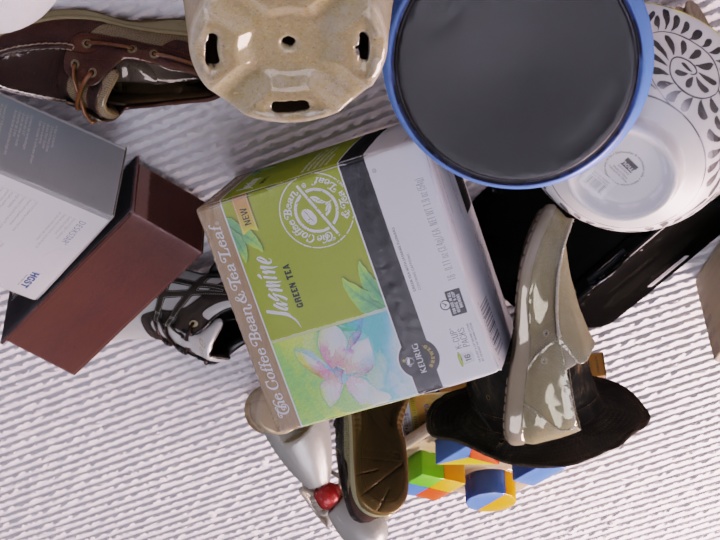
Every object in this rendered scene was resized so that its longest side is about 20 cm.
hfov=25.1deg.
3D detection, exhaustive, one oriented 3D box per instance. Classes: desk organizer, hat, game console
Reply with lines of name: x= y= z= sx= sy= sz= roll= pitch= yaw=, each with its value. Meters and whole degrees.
desk organizer: x=-0.225 y=0.001 z=1.415 sx=0.077 sy=0.072 sz=0.200 roll=31 pitch=125 yaw=-28
hat: x=0.154 y=0.096 z=1.414 sx=0.200 sy=0.201 sz=0.081 roll=-4 pitch=107 yaw=1
game console: x=0.210 y=-0.045 z=1.438 sx=0.176 sy=0.117 sz=0.200 roll=-2 pitch=147 yaw=-47

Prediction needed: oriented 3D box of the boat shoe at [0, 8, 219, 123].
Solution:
boat shoe: x=-0.200 y=-0.154 z=1.263 sx=0.200 sy=0.072 sz=0.072 roll=2 pitch=135 yaw=-3

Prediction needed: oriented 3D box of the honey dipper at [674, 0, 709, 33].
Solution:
honey dipper: x=0.188 y=-0.156 z=1.313 sx=0.200 sy=0.038 sz=0.038 roll=-26 pitch=131 yaw=28

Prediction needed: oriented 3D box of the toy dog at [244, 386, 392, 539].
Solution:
toy dog: x=-0.028 y=0.168 z=1.566 sx=0.096 sy=0.132 sz=0.200 roll=-39 pitch=116 yaw=-11

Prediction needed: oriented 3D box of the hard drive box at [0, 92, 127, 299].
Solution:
hard drive box: x=-0.317 y=-0.072 z=1.320 sx=0.200 sy=0.077 sz=0.156 roll=25 pitch=140 yaw=-25

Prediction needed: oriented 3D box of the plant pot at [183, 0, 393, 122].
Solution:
plant pot: x=-0.050 y=-0.210 z=1.134 sx=0.200 sy=0.184 sz=0.201 roll=-2 pitch=136 yaw=-2

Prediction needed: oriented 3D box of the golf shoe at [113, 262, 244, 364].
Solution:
golf shoe: x=-0.159 y=0.041 z=1.452 sx=0.200 sy=0.095 sz=0.078 roll=-14 pitch=136 yaw=13

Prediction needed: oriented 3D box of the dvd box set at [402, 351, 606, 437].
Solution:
dvd box set: x=0.138 y=0.131 z=1.583 sx=0.200 sy=0.029 sz=0.146 roll=-6 pitch=151 yaw=3

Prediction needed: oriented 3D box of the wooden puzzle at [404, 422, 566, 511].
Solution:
wooden puzzle: x=0.124 y=0.192 z=1.608 sx=0.200 sy=0.046 sz=0.185 roll=12 pitch=148 yaw=-30

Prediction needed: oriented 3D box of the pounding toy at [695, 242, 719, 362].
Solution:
pounding toy: x=0.416 y=0.040 z=1.446 sx=0.184 sy=0.142 sz=0.200 roll=11 pitch=134 yaw=-14

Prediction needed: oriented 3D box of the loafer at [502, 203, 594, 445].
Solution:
loafer: x=0.157 y=0.046 z=1.317 sx=0.068 sy=0.076 sz=0.200 roll=6 pitch=101 yaw=6

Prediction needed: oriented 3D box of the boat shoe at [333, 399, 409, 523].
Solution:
boat shoe: x=0.005 y=0.134 z=1.490 sx=0.073 sy=0.200 sz=0.065 roll=18 pitch=147 yaw=-23

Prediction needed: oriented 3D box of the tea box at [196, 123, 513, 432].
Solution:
tea box: x=0.000 y=0.000 z=1.333 sx=0.196 sy=0.134 sz=0.200 roll=-17 pitch=101 yaw=15

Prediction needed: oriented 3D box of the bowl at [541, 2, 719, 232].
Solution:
bowl: x=0.208 y=-0.100 z=1.267 sx=0.200 sy=0.094 sz=0.201 roll=8 pitch=125 yaw=11

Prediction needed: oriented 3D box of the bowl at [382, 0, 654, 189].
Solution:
bowl: x=0.114 y=-0.154 z=1.183 sx=0.200 sy=0.039 sz=0.201 roll=2 pitch=108 yaw=7

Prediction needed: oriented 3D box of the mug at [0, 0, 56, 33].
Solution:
mug: x=-0.236 y=-0.263 z=1.115 sx=0.200 sy=0.148 sz=0.175 roll=-23 pitch=150 yaw=-23
